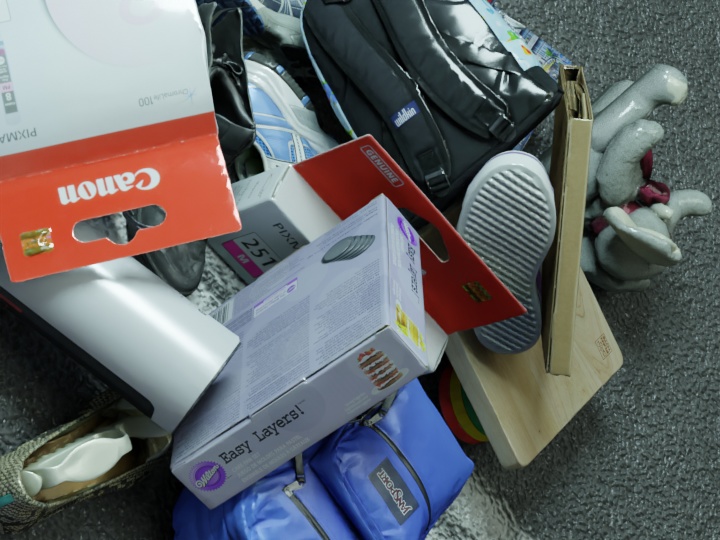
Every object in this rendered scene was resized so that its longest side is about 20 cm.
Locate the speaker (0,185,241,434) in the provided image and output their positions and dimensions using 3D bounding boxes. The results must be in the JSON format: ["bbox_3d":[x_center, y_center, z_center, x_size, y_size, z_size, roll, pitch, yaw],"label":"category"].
[{"bbox_3d":[-0.181,0.019,1.444,0.200,0.081,0.081,38,49,-2],"label":"speaker"}]

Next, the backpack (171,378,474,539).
[{"bbox_3d":[-0.031,0.164,1.542,0.163,0.167,0.200,53,49,-10],"label":"backpack"}]

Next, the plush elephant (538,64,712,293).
[{"bbox_3d":[0.237,-0.063,1.895,0.200,0.165,0.155,-43,96,-15],"label":"plush elephant"}]

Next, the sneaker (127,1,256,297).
[{"bbox_3d":[-0.119,-0.086,1.573,0.060,0.104,0.201,7,72,-44],"label":"sneaker"}]

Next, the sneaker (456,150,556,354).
[{"bbox_3d":[0.110,-0.042,1.636,0.201,0.072,0.115,92,4,-50],"label":"sneaker"}]

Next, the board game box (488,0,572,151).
[{"bbox_3d":[0.068,-0.184,1.783,0.199,0.062,0.200,36,40,-2],"label":"board game box"}]

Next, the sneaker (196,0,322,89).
[{"bbox_3d":[-0.092,-0.217,1.676,0.200,0.077,0.086,34,50,-45],"label":"sneaker"}]

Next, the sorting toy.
[{"bbox_3d":[0.109,0.037,1.774,0.199,0.069,0.201,-38,105,-51],"label":"sorting toy"}]

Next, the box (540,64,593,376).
[{"bbox_3d":[0.156,-0.042,1.648,0.164,0.021,0.201,-83,176,-70],"label":"box"}]

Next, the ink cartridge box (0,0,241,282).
[{"bbox_3d":[-0.175,-0.110,1.403,0.161,0.057,0.201,-13,71,-10],"label":"ink cartridge box"}]

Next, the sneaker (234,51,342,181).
[{"bbox_3d":[-0.051,-0.076,1.677,0.077,0.076,0.200,-50,114,-18],"label":"sneaker"}]

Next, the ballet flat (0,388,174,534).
[{"bbox_3d":[-0.175,0.122,1.471,0.200,0.075,0.068,-29,94,-47],"label":"ballet flat"}]

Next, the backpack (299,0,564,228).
[{"bbox_3d":[0.042,-0.159,1.636,0.200,0.163,0.154,48,16,4],"label":"backpack"}]

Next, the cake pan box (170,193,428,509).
[{"bbox_3d":[-0.046,0.056,1.501,0.052,0.199,0.185,49,17,-22],"label":"cake pan box"}]

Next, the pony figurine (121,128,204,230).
[{"bbox_3d":[-0.197,-0.133,1.497,0.199,0.166,0.194,-5,72,-30],"label":"pony figurine"}]

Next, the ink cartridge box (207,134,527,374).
[{"bbox_3d":[0.000,0.000,1.616,0.200,0.173,0.044,47,50,-24],"label":"ink cartridge box"}]
